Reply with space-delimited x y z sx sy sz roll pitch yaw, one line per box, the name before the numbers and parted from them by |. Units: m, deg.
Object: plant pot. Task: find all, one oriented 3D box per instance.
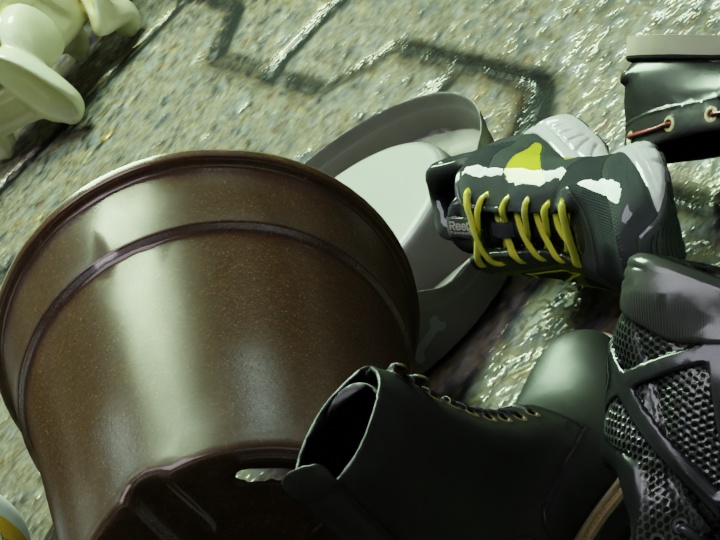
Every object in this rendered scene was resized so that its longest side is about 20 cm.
plant pot | -0.056 0.082 1.213 0.200 0.200 0.198 -37 32 13

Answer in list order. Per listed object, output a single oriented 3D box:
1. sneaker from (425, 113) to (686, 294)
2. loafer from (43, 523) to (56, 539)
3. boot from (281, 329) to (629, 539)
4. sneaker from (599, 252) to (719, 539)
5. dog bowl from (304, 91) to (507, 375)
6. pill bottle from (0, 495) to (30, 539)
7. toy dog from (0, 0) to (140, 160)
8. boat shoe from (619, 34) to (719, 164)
sneaker | 0.087 -0.019 1.252 0.084 0.075 0.200 -15 13 -11
loafer | -0.131 0.129 1.378 0.071 0.073 0.200 -33 25 19
boot | 0.048 0.061 1.119 0.077 0.138 0.200 -27 26 33
sneaker | 0.166 0.072 1.003 0.199 0.076 0.114 21 100 39
dog bowl | 0.000 0.000 1.413 0.200 0.059 0.200 -36 23 18
pill bottle | -0.208 0.170 1.328 0.104 0.104 0.200 -32 43 24
toy dog | -0.259 -0.211 2.058 0.140 0.194 0.200 -33 28 53
boat shoe | 0.199 -0.074 1.218 0.201 0.074 0.063 1 86 45
